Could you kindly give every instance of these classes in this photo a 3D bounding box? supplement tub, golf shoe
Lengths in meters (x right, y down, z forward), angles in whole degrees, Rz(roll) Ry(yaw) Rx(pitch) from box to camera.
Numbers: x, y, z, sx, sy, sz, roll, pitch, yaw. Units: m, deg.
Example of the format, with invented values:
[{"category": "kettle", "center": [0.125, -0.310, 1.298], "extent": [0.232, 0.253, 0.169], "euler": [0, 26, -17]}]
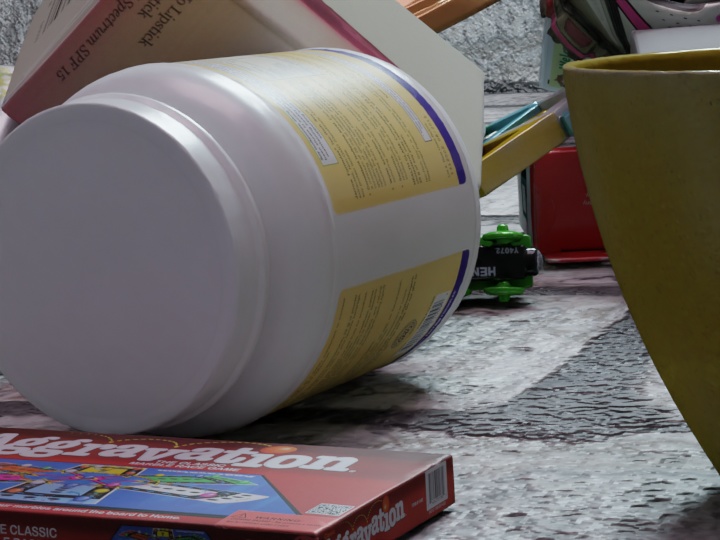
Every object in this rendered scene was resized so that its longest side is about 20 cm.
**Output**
[{"category": "supplement tub", "center": [-0.051, -0.014, 0.815], "extent": [0.145, 0.147, 0.200], "euler": [1, 8, 28]}, {"category": "golf shoe", "center": [0.207, -0.132, 1.197], "extent": [0.199, 0.073, 0.092], "euler": [31, -42, -11]}]

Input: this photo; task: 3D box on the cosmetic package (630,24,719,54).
[{"category": "cosmetic package", "center": [0.192, -0.061, 1.089], "extent": [0.090, 0.108, 0.200], "euler": [-3, 18, 3]}]

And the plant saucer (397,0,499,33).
[{"category": "plant saucer", "center": [-0.005, -0.142, 1.235], "extent": [0.199, 0.038, 0.200], "euler": [-25, 6, 3]}]

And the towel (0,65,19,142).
[{"category": "towel", "center": [-0.248, -0.020, 0.950], "extent": [0.170, 0.048, 0.201], "euler": [-2, 46, 20]}]

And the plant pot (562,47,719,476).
[{"category": "plant pot", "center": [0.168, 0.000, 0.647], "extent": [0.198, 0.143, 0.200], "euler": [-4, 8, 1]}]

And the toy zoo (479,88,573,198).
[{"category": "toy zoo", "center": [0.076, -0.069, 1.244], "extent": [0.131, 0.021, 0.200], "euler": [-36, 8, -32]}]

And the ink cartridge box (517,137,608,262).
[{"category": "ink cartridge box", "center": [0.163, -0.051, 1.286], "extent": [0.115, 0.068, 0.200], "euler": [-3, 8, 0]}]

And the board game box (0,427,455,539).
[{"category": "board game box", "center": [-0.080, 0.074, 0.656], "extent": [0.199, 0.020, 0.103], "euler": [1, 7, 25]}]

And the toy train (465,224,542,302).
[{"category": "toy train", "center": [0.000, 0.000, 1.093], "extent": [0.198, 0.042, 0.056], "euler": [-2, -3, 6]}]

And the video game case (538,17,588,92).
[{"category": "video game case", "center": [0.206, -0.155, 1.271], "extent": [0.181, 0.022, 0.200], "euler": [16, -26, 10]}]

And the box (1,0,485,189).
[{"category": "box", "center": [-0.052, -0.087, 0.975], "extent": [0.128, 0.200, 0.109], "euler": [-42, 23, 29]}]
